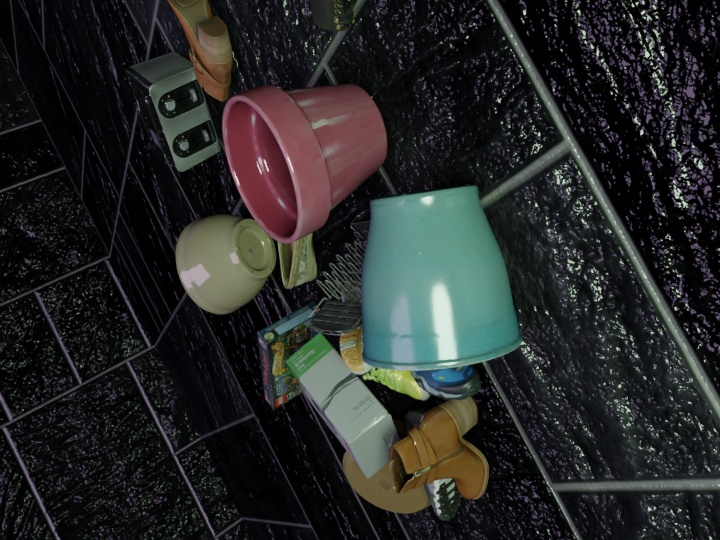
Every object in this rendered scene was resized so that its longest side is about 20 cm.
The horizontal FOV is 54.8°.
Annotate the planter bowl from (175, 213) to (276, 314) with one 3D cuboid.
[{"bbox_3d":[-0.254,-0.026,1.407,0.132,0.199,0.205,-18,99,34],"label":"planter bowl"}]

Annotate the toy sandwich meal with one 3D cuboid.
[{"bbox_3d":[0.055,0.360,1.274,0.200,0.071,0.209,14,132,16],"label":"toy sandwich meal"}]

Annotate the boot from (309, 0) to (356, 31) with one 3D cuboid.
[{"bbox_3d":[-0.010,-0.342,0.836,0.201,0.076,0.141,50,157,44],"label":"boot"}]

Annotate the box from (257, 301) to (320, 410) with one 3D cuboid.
[{"bbox_3d":[-0.135,0.173,1.398,0.038,0.135,0.204,39,144,34],"label":"box"}]

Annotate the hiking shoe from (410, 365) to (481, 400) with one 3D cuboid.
[{"bbox_3d":[0.097,0.114,1.017,0.199,0.073,0.089,32,140,44],"label":"hiking shoe"}]

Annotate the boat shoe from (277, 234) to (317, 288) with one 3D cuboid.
[{"bbox_3d":[-0.126,-0.062,1.261,0.073,0.062,0.205,25,134,49],"label":"boat shoe"}]

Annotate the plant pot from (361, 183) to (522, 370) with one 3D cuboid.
[{"bbox_3d":[0.086,0.000,0.837,0.198,0.196,0.194,1,100,59],"label":"plant pot"}]

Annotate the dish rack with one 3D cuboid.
[{"bbox_3d":[0.000,0.000,0.972,0.055,0.202,0.152,45,158,-22],"label":"dish rack"}]

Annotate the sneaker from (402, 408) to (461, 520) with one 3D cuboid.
[{"bbox_3d":[0.116,0.317,1.161,0.089,0.065,0.206,8,116,52],"label":"sneaker"}]

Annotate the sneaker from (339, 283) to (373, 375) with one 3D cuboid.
[{"bbox_3d":[0.011,0.102,1.099,0.202,0.073,0.089,-88,-14,-54],"label":"sneaker"}]

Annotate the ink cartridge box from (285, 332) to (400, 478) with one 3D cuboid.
[{"bbox_3d":[-0.026,0.227,1.173,0.200,0.083,0.147,45,165,38],"label":"ink cartridge box"}]

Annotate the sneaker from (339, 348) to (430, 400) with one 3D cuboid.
[{"bbox_3d":[0.041,0.165,1.152,0.198,0.075,0.077,29,137,48],"label":"sneaker"}]

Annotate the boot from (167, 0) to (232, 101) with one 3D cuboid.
[{"bbox_3d":[-0.292,-0.416,1.246,0.202,0.072,0.156,58,159,22],"label":"boot"}]

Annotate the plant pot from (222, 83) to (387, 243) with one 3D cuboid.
[{"bbox_3d":[-0.068,-0.166,0.953,0.199,0.177,0.204,39,144,36],"label":"plant pot"}]

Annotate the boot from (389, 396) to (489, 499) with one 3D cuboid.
[{"bbox_3d":[0.118,0.299,1.050,0.076,0.153,0.205,29,138,44],"label":"boot"}]

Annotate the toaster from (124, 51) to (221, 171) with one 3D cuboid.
[{"bbox_3d":[-0.377,-0.320,1.391,0.199,0.117,0.185,37,147,48],"label":"toaster"}]
